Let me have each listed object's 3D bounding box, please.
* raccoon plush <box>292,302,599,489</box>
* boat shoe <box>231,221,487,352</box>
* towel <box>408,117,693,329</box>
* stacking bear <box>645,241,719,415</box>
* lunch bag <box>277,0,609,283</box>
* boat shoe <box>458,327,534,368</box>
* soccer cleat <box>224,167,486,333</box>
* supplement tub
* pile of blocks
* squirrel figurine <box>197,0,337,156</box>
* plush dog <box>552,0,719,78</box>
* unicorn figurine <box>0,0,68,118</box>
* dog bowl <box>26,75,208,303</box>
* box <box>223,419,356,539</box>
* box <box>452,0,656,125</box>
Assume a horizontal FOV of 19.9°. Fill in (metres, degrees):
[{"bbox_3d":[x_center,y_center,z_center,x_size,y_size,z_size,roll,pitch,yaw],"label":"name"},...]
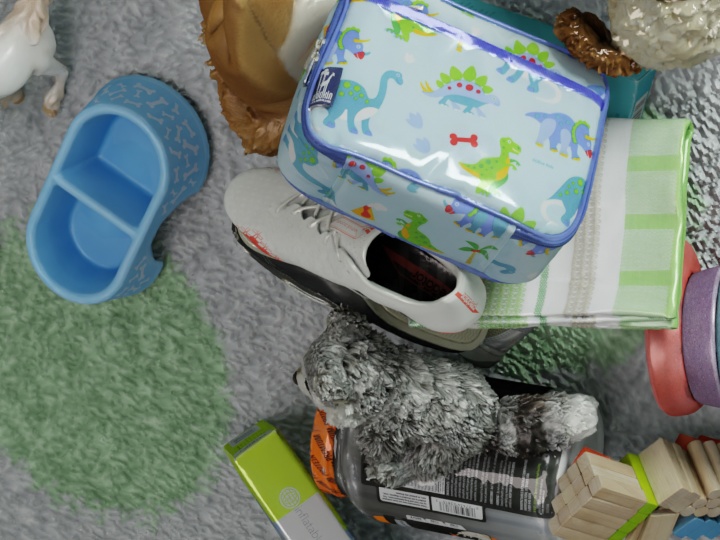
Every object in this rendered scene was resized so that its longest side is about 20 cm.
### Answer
[{"bbox_3d":[0.054,0.072,1.425,0.200,0.097,0.134,-16,144,8],"label":"raccoon plush"},{"bbox_3d":[0.000,0.000,1.476,0.200,0.072,0.068,27,160,-6],"label":"boat shoe"},{"bbox_3d":[0.123,-0.034,1.401,0.200,0.031,0.149,0,80,25],"label":"towel"},{"bbox_3d":[0.303,0.042,1.392,0.200,0.114,0.122,-3,108,22],"label":"stacking bear"},{"bbox_3d":[0.056,-0.097,1.331,0.200,0.161,0.082,24,148,-6],"label":"lunch bag"},{"bbox_3d":[0.048,-0.018,1.519,0.202,0.074,0.065,47,116,-2],"label":"boat shoe"},{"bbox_3d":[-0.006,-0.020,1.378,0.200,0.085,0.069,29,83,15],"label":"soccer cleat"},{"bbox_3d":[0.072,0.137,1.537,0.200,0.123,0.123,9,113,23],"label":"supplement tub"},{"bbox_3d":[0.225,0.153,1.475,0.200,0.062,0.082,-1,136,-17],"label":"pile of blocks"},{"bbox_3d":[-0.079,-0.190,1.456,0.187,0.141,0.200,48,147,35],"label":"squirrel figurine"},{"bbox_3d":[0.202,-0.205,1.301,0.200,0.160,0.172,-21,130,-2],"label":"plush dog"},{"bbox_3d":[-0.277,-0.162,1.592,0.074,0.200,0.137,22,145,11],"label":"unicorn figurine"},{"bbox_3d":[-0.198,-0.057,1.623,0.111,0.050,0.200,35,121,9],"label":"dog bowl"},{"bbox_3d":[-0.032,0.213,1.620,0.048,0.122,0.200,-34,94,-7],"label":"box"},{"bbox_3d":[0.102,-0.137,1.456,0.200,0.049,0.082,21,117,17],"label":"box"}]
